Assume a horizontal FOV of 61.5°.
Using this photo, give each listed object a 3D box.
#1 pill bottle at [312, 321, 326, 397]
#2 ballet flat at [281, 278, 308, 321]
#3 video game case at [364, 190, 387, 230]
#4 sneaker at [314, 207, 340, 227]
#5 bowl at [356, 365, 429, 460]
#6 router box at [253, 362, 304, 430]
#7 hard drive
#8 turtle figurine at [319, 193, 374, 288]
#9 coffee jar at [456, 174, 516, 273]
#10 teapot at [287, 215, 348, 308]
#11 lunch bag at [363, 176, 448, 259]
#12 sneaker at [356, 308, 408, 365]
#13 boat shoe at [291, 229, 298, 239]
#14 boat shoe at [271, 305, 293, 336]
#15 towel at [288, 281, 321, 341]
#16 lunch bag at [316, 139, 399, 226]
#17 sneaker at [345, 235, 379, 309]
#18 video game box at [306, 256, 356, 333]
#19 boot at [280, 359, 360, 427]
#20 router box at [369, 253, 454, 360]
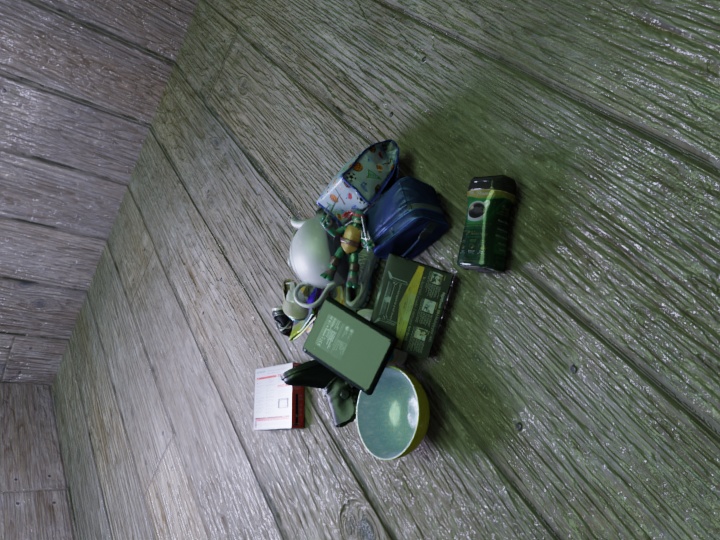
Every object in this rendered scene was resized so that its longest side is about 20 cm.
[{"bbox_3d":[-0.060,0.218,1.564,0.118,0.118,0.206,-25,62,42],"label":"pill bottle"},{"bbox_3d":[-0.178,0.070,1.604,0.071,0.068,0.200,-68,20,10],"label":"ballet flat"},{"bbox_3d":[0.008,-0.177,1.661,0.182,0.023,0.204,-43,51,34],"label":"video game case"},{"bbox_3d":[-0.075,-0.152,1.666,0.200,0.086,0.077,-44,49,32],"label":"sneaker"},{"bbox_3d":[0.093,0.323,1.367,0.198,0.106,0.206,-18,66,45],"label":"bowl"},{"bbox_3d":[-0.241,0.375,1.785,0.197,0.048,0.185,-17,68,46],"label":"router box"},{"bbox_3d":[-0.026,0.170,1.382,0.197,0.033,0.142,29,94,24],"label":"hard drive"},{"bbox_3d":[-0.024,-0.069,1.438,0.147,0.100,0.206,17,95,26],"label":"turtle figurine"},{"bbox_3d":[0.271,-0.100,1.289,0.103,0.084,0.206,6,85,52],"label":"coffee jar"},{"bbox_3d":[-0.122,-0.035,1.570,0.142,0.201,0.202,-15,108,13],"label":"teapot"},{"bbox_3d":[0.103,-0.104,1.445,0.199,0.134,0.135,-41,51,36],"label":"lunch bag"},{"bbox_3d":[0.037,0.156,1.497,0.200,0.079,0.078,42,113,47],"label":"sneaker"},{"bbox_3d":[-0.164,-0.066,1.775,0.064,0.072,0.202,-29,28,15],"label":"boat shoe"},{"bbox_3d":[-0.214,0.143,1.741,0.201,0.070,0.070,96,166,-73],"label":"boat shoe"},{"bbox_3d":[-0.146,0.082,1.650,0.144,0.022,0.203,-46,27,39],"label":"towel"},{"bbox_3d":[0.007,-0.231,1.538,0.169,0.124,0.202,-29,23,56],"label":"lunch bag"},{"bbox_3d":[0.000,0.000,1.562,0.073,0.086,0.206,7,89,16],"label":"sneaker"},{"bbox_3d":[-0.092,0.053,1.699,0.181,0.046,0.205,-31,58,44],"label":"video game box"},{"bbox_3d":[-0.079,0.293,1.444,0.076,0.195,0.172,127,126,-73],"label":"boot"},{"bbox_3d":[0.113,0.081,1.389,0.153,0.052,0.205,18,94,13],"label":"router box"}]
